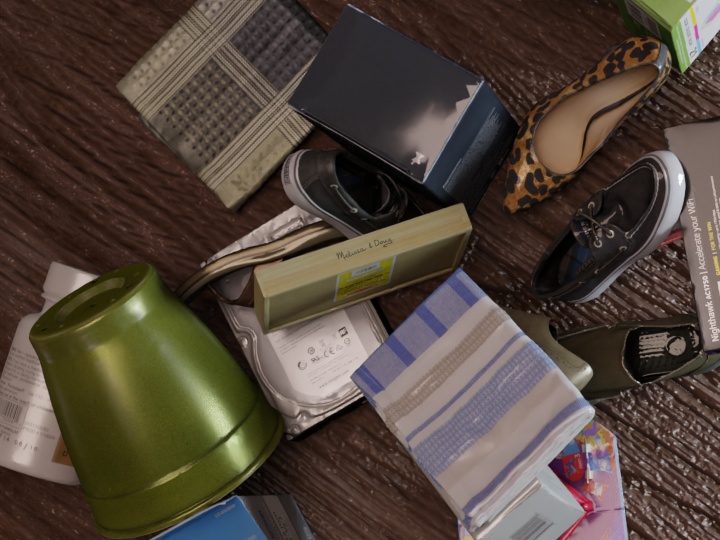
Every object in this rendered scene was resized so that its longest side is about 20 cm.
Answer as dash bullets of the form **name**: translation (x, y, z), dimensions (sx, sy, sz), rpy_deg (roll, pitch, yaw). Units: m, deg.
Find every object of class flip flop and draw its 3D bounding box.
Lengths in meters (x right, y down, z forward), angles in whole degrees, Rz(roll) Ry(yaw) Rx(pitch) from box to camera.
- **flip flop**: translation (-0.089, 0.002, 1.530), dimensions (0.199, 0.081, 0.058), rpy_deg (-20, 91, 7)

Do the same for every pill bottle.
- **pill bottle**: translation (-0.291, 0.099, 1.585), dimensions (0.114, 0.114, 0.201), rpy_deg (17, 87, 17)

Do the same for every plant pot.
- **plant pot**: translation (-0.201, 0.106, 1.475), dimensions (0.199, 0.201, 0.194), rpy_deg (-24, 108, 11)

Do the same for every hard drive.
- **hard drive**: translation (-0.053, 0.046, 1.566), dimensions (0.139, 0.038, 0.201), rpy_deg (-30, 75, 10)

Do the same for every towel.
- **towel**: translation (-0.122, -0.188, 1.626), dimensions (0.200, 0.035, 0.193), rpy_deg (-44, 76, 4)
- **towel**: translation (0.092, 0.107, 1.386), dimensions (0.147, 0.024, 0.200), rpy_deg (-44, 54, 4)

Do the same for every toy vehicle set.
- **toy vehicle set**: translation (0.000, 0.000, 1.477), dimensions (0.199, 0.124, 0.027), rpy_deg (-18, 75, -10)

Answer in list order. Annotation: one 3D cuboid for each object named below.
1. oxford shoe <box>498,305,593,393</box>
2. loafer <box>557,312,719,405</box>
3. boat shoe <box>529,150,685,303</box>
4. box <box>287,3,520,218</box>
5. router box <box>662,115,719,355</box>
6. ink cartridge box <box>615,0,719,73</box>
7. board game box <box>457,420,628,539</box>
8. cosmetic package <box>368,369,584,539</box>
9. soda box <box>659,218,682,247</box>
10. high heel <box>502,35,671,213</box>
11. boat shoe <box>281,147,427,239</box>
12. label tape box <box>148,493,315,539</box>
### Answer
- **oxford shoe**: translation (0.141, 0.066, 1.466), dimensions (0.075, 0.071, 0.200), rpy_deg (-31, 40, -8)
- **loafer**: translation (0.231, 0.076, 1.463), dimensions (0.199, 0.070, 0.076), rpy_deg (-17, 78, 13)
- **boat shoe**: translation (0.211, -0.034, 1.429), dimensions (0.200, 0.066, 0.070), rpy_deg (-50, 54, 51)
- **box**: translation (0.045, -0.140, 1.478), dimensions (0.148, 0.200, 0.107), rpy_deg (32, 92, 17)
- **router box**: translation (0.350, -0.039, 1.385), dimensions (0.148, 0.051, 0.201), rpy_deg (-10, 83, 14)
- **ink cartridge box**: translation (0.322, -0.292, 1.448), dimensions (0.076, 0.148, 0.200), rpy_deg (42, 95, 16)
- **board game box**: translation (0.161, 0.225, 1.477), dimensions (0.157, 0.039, 0.201), rpy_deg (-8, 80, 15)
- **cosmetic package**: translation (0.097, 0.158, 1.441), dimensions (0.081, 0.113, 0.200), rpy_deg (-42, 56, 7)
- **soda box**: translation (0.336, -0.086, 1.456), dimensions (0.199, 0.070, 0.064), rpy_deg (-23, 79, 11)
- **high heel**: translation (0.199, -0.129, 1.461), dimensions (0.071, 0.143, 0.200), rpy_deg (37, 92, -9)
- **boat shoe**: translation (0.009, -0.062, 1.477), dimensions (0.056, 0.200, 0.069), rpy_deg (-9, 70, 36)
- **label tape box**: translation (-0.138, 0.264, 1.473), dimensions (0.143, 0.200, 0.066), rpy_deg (-31, 78, 10)
